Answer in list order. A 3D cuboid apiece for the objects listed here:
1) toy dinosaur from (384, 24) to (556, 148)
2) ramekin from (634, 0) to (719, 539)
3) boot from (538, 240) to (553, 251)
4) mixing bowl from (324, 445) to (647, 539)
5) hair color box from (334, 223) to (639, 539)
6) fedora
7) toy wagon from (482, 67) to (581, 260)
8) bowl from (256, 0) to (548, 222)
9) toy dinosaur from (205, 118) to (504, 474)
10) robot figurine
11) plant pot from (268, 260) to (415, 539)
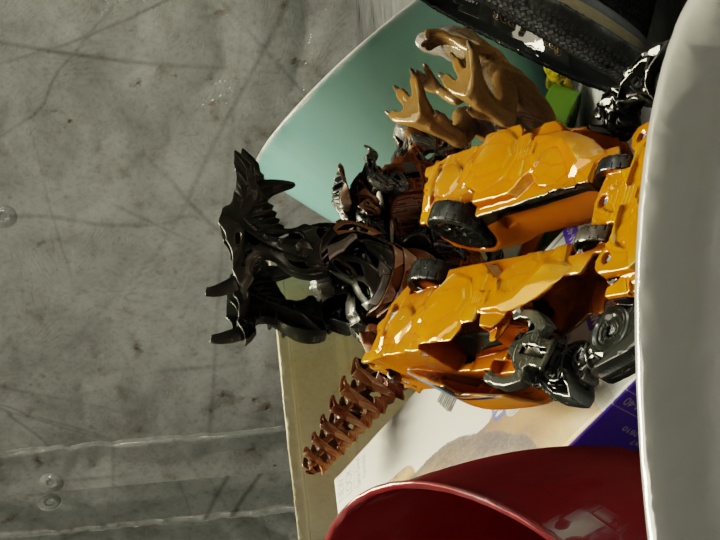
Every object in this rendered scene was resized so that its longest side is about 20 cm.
[{"bbox_3d":[0.078,-0.071,0.843,0.061,0.106,0.201,-52,49,29],"label":"toy dinosaur"},{"bbox_3d":[0.121,0.042,0.308,0.200,0.104,0.202,176,90,-88],"label":"ramekin"},{"bbox_3d":[0.096,0.104,0.916,0.155,0.072,0.201,88,-165,-59],"label":"boot"},{"bbox_3d":[0.091,0.141,0.628,0.200,0.108,0.201,30,135,35],"label":"mixing bowl"},{"bbox_3d":[0.071,0.078,0.745,0.200,0.065,0.110,-51,28,30],"label":"hair color box"},{"bbox_3d":[0.074,-0.148,0.753,0.092,0.200,0.201,-62,7,5],"label":"fedora"},{"bbox_3d":[0.090,-0.024,0.963,0.155,0.039,0.201,60,-129,-74],"label":"toy wagon"},{"bbox_3d":[0.044,-0.088,1.070,0.105,0.201,0.201,49,173,5],"label":"bowl"},{"bbox_3d":[0.000,0.000,0.838,0.200,0.135,0.103,-71,-10,-55],"label":"toy dinosaur"},{"bbox_3d":[0.081,-0.009,0.670,0.200,0.058,0.146,-12,55,57],"label":"robot figurine"},{"bbox_3d":[0.040,0.071,1.105,0.200,0.182,0.202,174,90,-88],"label":"plant pot"}]
